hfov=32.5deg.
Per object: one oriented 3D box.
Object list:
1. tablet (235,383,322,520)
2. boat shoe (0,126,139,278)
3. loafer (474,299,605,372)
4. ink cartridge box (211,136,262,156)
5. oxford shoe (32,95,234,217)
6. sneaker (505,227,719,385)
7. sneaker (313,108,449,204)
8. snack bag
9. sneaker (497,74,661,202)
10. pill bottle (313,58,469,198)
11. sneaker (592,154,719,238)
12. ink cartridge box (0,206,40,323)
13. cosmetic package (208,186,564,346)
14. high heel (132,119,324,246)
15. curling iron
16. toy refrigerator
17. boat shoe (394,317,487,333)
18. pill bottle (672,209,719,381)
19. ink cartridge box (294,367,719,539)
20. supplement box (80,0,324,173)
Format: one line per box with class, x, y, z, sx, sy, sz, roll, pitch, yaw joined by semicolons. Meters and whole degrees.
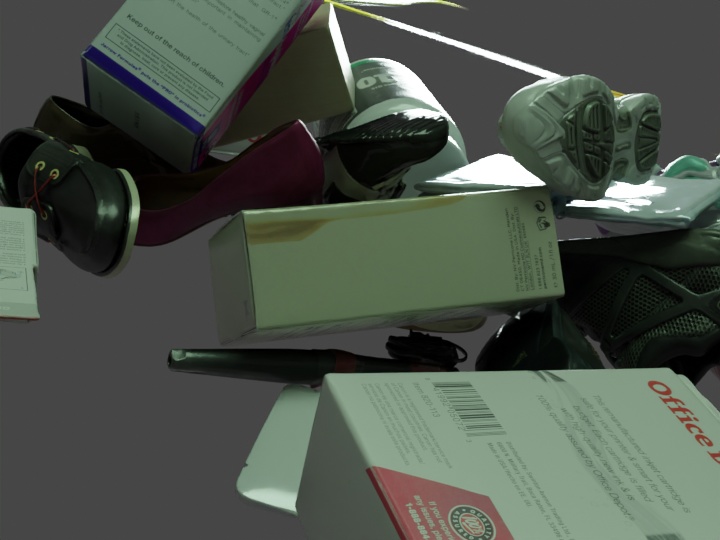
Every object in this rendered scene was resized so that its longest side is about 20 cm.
tablet;0.041;0.115;0.668;0.198;0.014;0.130;15;22;4
boat shoe;-0.201;-0.047;0.835;0.063;0.074;0.201;13;12;-33
loafer;0.120;0.072;0.767;0.072;0.073;0.200;43;14;-10
ink cartridge box;-0.136;-0.216;1.119;0.144;0.202;0.084;6;20;-16
oxford shoe;-0.158;-0.092;0.964;0.198;0.085;0.073;12;20;-8
sneaker;0.170;0.038;0.850;0.198;0.115;0.076;-4;-18;39
sneaker;0.001;-0.061;0.893;0.074;0.089;0.199;-24;9;-36
snack bag;0.163;-0.061;0.900;0.199;0.022;0.188;8;14;25
sneaker;0.128;-0.087;0.822;0.099;0.079;0.200;8;4;30
pill bottle;0.026;-0.103;1.054;0.112;0.114;0.200;7;23;-14
sneaker;0.298;-0.033;1.038;0.199;0.140;0.078;5;56;28
ink cartridge box;-0.288;0.003;0.708;0.198;0.045;0.176;5;22;-18
cosmetic package;0.014;-0.002;0.767;0.198;0.072;0.105;-5;-7;-21
high heel;-0.118;-0.070;0.871;0.198;0.097;0.068;1;39;14
curling iron;-0.023;0.057;0.756;0.199;0.026;0.050;-1;17;-29
toy refrigerator;-0.109;-0.154;1.031;0.198;0.076;0.070;-14;28;9
boat shoe;0.000;0.000;0.853;0.198;0.065;0.073;2;26;-23
pill bottle;0.290;0.033;0.875;0.112;0.114;0.200;7;23;-15
ink cartridge box;0.088;0.118;0.569;0.198;0.083;0.147;1;30;-23
supplement box;-0.106;-0.187;0.912;0.103;0.201;0.101;34;-16;-2
